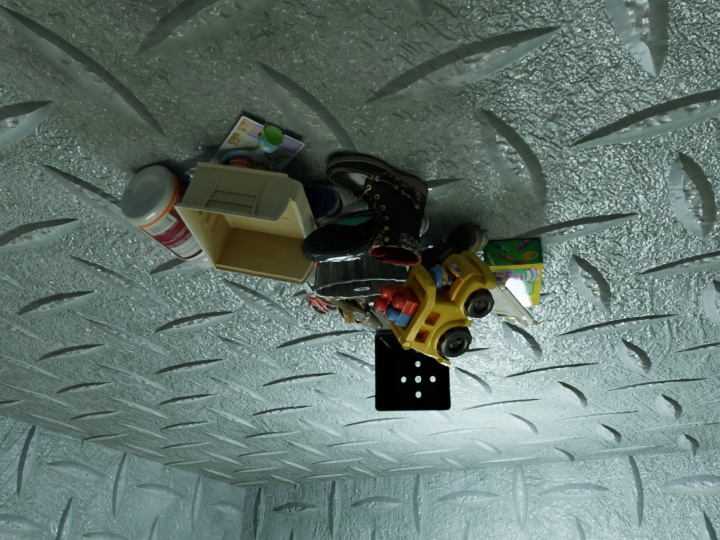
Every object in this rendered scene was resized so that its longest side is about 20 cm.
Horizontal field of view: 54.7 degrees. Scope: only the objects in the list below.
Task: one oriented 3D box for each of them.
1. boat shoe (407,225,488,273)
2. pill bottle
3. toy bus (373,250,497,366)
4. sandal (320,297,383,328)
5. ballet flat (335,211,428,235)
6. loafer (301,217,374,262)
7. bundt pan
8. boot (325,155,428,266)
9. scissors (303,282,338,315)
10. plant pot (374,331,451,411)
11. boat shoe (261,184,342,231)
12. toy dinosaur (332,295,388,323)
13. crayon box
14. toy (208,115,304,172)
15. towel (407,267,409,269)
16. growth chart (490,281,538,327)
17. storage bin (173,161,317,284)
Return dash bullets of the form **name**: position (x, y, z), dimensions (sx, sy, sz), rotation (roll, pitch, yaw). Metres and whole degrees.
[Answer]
- **boat shoe**: position (0.180, -0.019, 1.410), dimensions (0.075, 0.073, 0.199), rotation (7, 152, -39)
- **pill bottle**: position (-0.330, -0.091, 1.272), dimensions (0.112, 0.117, 0.200), rotation (-10, 150, 23)
- **toy bus**: position (0.127, 0.052, 1.290), dimensions (0.189, 0.136, 0.203), rotation (19, 113, -29)
- **sandal**: position (-0.032, 0.092, 1.619), dimensions (0.198, 0.080, 0.055), rotation (28, 100, -32)
- **ballet flat**: position (0.045, -0.082, 1.322), dimensions (0.196, 0.071, 0.071), rotation (-7, 170, 25)
- **loafer**: position (-0.022, -0.044, 1.212), dimensions (0.198, 0.069, 0.071), rotation (-15, 152, -39)
- **bundt pan**: position (0.000, 0.000, 1.367), dimensions (0.196, 0.078, 0.202), rotation (-4, 168, -1)
- **boot**: position (0.029, -0.101, 1.182), dimensions (0.196, 0.154, 0.073), rotation (18, 149, -26)
- **scissors**: position (-0.118, 0.062, 1.649), dimensions (0.072, 0.014, 0.200), rotation (-10, 151, 27)
- **plant pot**: position (0.147, 0.282, 1.862), dimensions (0.194, 0.205, 0.178), rotation (-3, 163, 10)
- **boat shoe**: position (-0.101, -0.106, 1.285), dimensions (0.197, 0.074, 0.072), rotation (-7, 158, 38)
- **toy dinosaur**: position (0.027, 0.062, 1.575), dimensions (0.198, 0.103, 0.077), rotation (15, 121, -45)
- **crayon box**: position (0.320, 0.010, 1.464), dimensions (0.116, 0.060, 0.201), rotation (-3, 151, 10)
- **toy**: position (-0.188, -0.174, 1.176), dimensions (0.113, 0.048, 0.199), rotation (19, 147, -25)
- **towel**: position (0.066, 0.004, 1.515), dimensions (0.145, 0.024, 0.198), rotation (-22, 144, 39)
- **growth chart**: position (0.275, 0.061, 1.461), dimensions (0.145, 0.018, 0.199), rotation (48, 163, -27)
- **storage bin**: position (-0.181, -0.076, 1.190), dimensions (0.194, 0.095, 0.201), rotation (10, 152, 15)
